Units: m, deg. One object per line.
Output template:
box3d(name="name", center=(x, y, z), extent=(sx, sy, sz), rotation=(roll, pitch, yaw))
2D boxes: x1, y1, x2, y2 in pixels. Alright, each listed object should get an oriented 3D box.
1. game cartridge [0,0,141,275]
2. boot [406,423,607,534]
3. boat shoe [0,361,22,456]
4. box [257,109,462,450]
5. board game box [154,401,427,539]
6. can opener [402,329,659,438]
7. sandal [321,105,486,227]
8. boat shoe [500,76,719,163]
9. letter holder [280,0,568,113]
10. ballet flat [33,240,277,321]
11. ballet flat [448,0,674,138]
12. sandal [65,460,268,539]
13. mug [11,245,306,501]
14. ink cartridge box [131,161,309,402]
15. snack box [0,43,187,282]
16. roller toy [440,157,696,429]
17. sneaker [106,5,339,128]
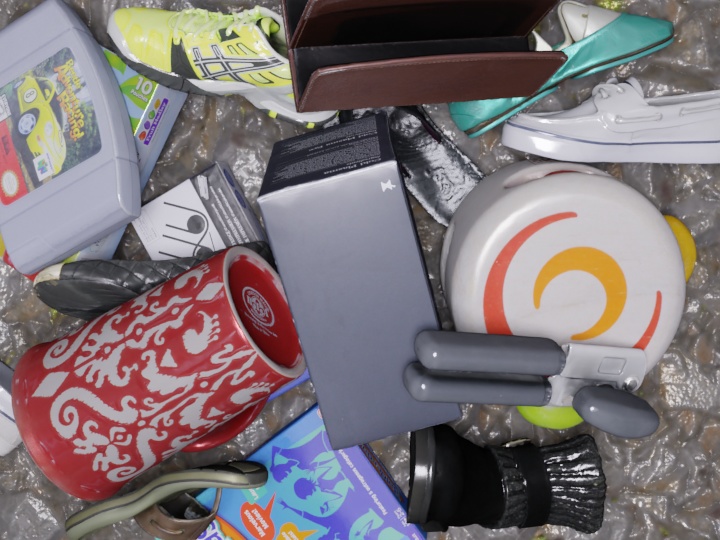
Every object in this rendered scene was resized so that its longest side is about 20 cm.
box3d(name="game cartridge", center=(-0.253, -0.115, 0.854), extent=(0.132, 0.041, 0.202), rotation=(-25, 76, 13))
box3d(name="boot", center=(0.118, 0.165, 0.835), extent=(0.155, 0.211, 0.081), rotation=(-2, 72, 9))
box3d(name="boat shoe", center=(-0.376, 0.088, 0.935), extent=(0.199, 0.071, 0.070), rotation=(41, 93, -6))
box3d(name="box", center=(0.000, 0.000, 0.813), extent=(0.103, 0.182, 0.203), rotation=(-15, 108, 3))
box3d(name="board game box", center=(-0.062, 0.230, 0.926), extent=(0.199, 0.045, 0.153), rotation=(-38, 90, 8))
box3d(name="can opener", center=(0.127, 0.077, 0.738), extent=(0.197, 0.067, 0.053), rotation=(8, 114, -22))
box3d(name="sandal", center=(0.032, -0.117, 0.893), extent=(0.200, 0.048, 0.076), rotation=(40, 96, 2))
box3d(name="boat shoe", center=(0.213, -0.126, 0.859), extent=(0.197, 0.074, 0.066), rotation=(-1, 107, -11))
box3d(name="letter holder", center=(0.053, -0.191, 0.756), extent=(0.197, 0.142, 0.102), rotation=(-6, 81, -15))
box3d(name="ballet flat", center=(-0.167, 0.009, 0.862), extent=(0.197, 0.067, 0.058), rotation=(-1, 57, -9))
box3d(name="ballet flat", center=(0.160, -0.181, 0.865), extent=(0.198, 0.067, 0.071), rotation=(-25, 103, 7))
box3d(name="sandal", center=(-0.159, 0.203, 0.881), extent=(0.199, 0.080, 0.058), rotation=(-23, 77, 23))
box3d(name="mug", center=(-0.141, 0.073, 0.820), extent=(0.198, 0.177, 0.135), rotation=(-30, 81, 20))
box3d(name="ink cartridge box", center=(-0.112, 0.016, 0.916), extent=(0.093, 0.044, 0.202), rotation=(-29, 91, 8))
box3d(name="snack box", center=(-0.253, -0.095, 0.899), extent=(0.141, 0.053, 0.202), rotation=(29, 96, 20))
box3d(name="roller toy", center=(0.158, 0.003, 0.845), extent=(0.182, 0.140, 0.200), rotation=(41, 99, -10))
box3d(name="sneaker", center=(-0.104, -0.183, 0.841), extent=(0.197, 0.076, 0.077), rotation=(13, 138, -7))
